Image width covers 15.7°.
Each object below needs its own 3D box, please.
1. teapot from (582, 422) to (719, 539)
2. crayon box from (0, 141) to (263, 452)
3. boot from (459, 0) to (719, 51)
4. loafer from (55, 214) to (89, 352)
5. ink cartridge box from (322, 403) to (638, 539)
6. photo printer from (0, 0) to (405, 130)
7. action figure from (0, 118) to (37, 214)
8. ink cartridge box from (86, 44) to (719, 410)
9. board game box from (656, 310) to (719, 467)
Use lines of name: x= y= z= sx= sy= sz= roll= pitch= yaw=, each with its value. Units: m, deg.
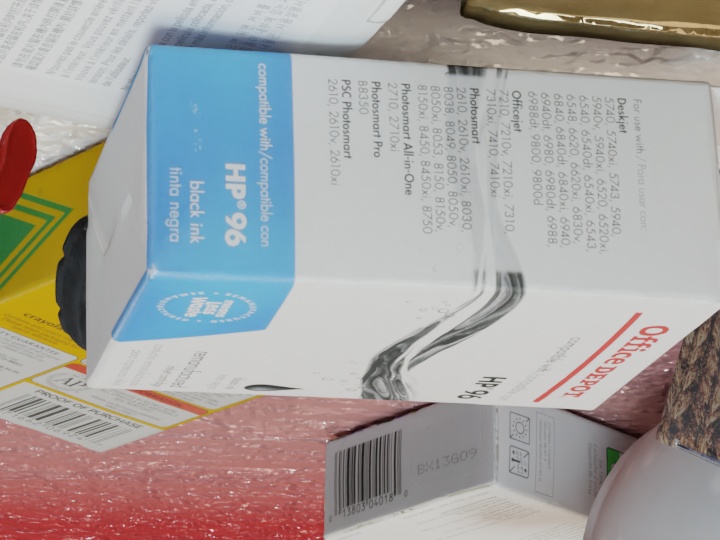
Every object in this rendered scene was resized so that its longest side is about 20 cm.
teapot: x=0.158 y=0.124 z=1.077 sx=0.146 sy=0.197 sz=0.200 roll=11 pitch=151 yaw=48
crayon box: x=-0.078 y=0.008 z=0.968 sx=0.126 sy=0.052 sz=0.200 roll=24 pitch=149 yaw=-39
boot: x=0.127 y=-0.075 z=0.758 sx=0.200 sy=0.066 sz=0.175 roll=6 pitch=149 yaw=-4
loafer: x=0.000 y=0.000 z=0.851 sx=0.201 sy=0.068 sz=0.070 roll=-11 pitch=-153 yaw=-31
ink cartridge box: x=0.092 y=0.111 z=1.192 sx=0.200 sy=0.050 sz=0.109 roll=21 pitch=150 yaw=-38
photo printer: x=-0.091 y=-0.102 z=0.696 sx=0.200 sy=0.069 sz=0.166 roll=10 pitch=156 yaw=-20
action figure: x=-0.192 y=-0.031 z=0.897 sx=0.200 sy=0.052 sz=0.065 roll=-14 pitch=147 yaw=42
ink cartridge box: x=0.029 y=-0.007 z=0.747 sx=0.200 sy=0.068 sz=0.116 roll=3 pitch=162 yaw=-13
board game box: x=0.234 y=0.047 z=0.897 sx=0.200 sy=0.097 sz=0.159 roll=14 pitch=-177 yaw=-25
